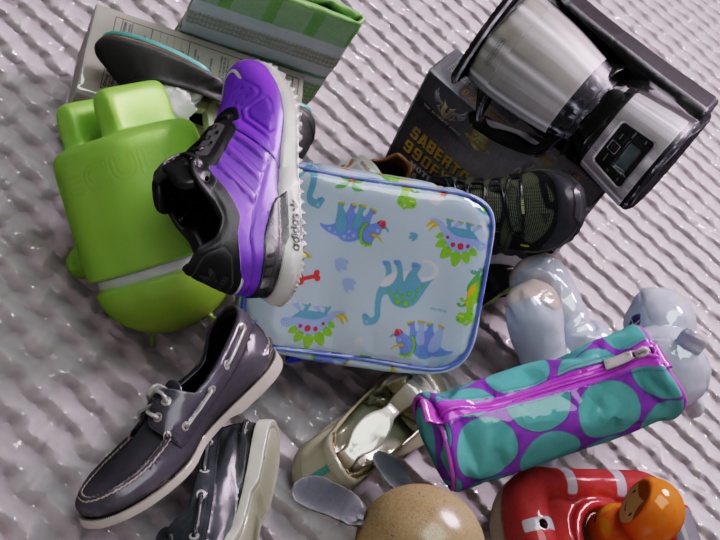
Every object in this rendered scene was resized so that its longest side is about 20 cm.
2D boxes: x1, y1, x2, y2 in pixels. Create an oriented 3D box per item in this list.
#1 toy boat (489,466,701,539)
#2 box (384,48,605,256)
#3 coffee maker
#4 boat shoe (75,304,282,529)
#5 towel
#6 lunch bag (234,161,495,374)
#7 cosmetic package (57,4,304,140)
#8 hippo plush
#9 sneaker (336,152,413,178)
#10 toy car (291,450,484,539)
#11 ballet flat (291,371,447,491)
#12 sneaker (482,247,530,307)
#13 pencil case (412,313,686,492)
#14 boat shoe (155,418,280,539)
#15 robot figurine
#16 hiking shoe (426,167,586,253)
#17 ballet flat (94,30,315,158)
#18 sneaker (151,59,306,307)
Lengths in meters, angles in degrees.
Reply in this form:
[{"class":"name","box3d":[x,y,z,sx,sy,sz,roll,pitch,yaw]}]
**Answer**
[{"class":"toy boat","box3d":[0.206,0.207,0.929,0.200,0.131,0.131,6,53,-27]},{"class":"box","box3d":[0.128,-0.095,1.139,0.200,0.158,0.048,42,57,8]},{"class":"coffee maker","box3d":[0.211,-0.169,1.035,0.200,0.135,0.192,40,55,7]},{"class":"boat shoe","box3d":[-0.138,0.100,0.838,0.200,0.073,0.063,-44,121,-36]},{"class":"towel","box3d":[-0.098,-0.207,1.075,0.149,0.200,0.031,15,63,-19]},{"class":"lunch bag","box3d":[0.000,0.000,0.944,0.199,0.161,0.082,8,6,-9]},{"class":"cosmetic package","box3d":[-0.161,-0.149,1.055,0.200,0.087,0.104,17,58,-19]},{"class":"hippo plush","box3d":[0.218,0.064,1.012,0.160,0.160,0.200,-8,39,16]},{"class":"sneaker","box3d":[-0.031,-0.069,1.076,0.200,0.085,0.073,-26,70,-42]},{"class":"toy car","box3d":[0.039,0.215,0.818,0.164,0.158,0.200,-9,48,-48]},{"class":"ballet flat","box3d":[0.023,0.121,0.949,0.069,0.070,0.200,43,43,10]},{"class":"sneaker","box3d":[0.086,0.023,1.094,0.200,0.072,0.083,4,78,-30]},{"class":"pencil case","box3d":[0.145,0.105,0.907,0.199,0.093,0.085,-18,55,-7]},{"class":"boat shoe","box3d":[-0.109,0.187,0.811,0.066,0.075,0.200,4,51,11]},{"class":"robot figurine","box3d":[-0.166,-0.042,0.905,0.116,0.175,0.201,-25,99,-57]},{"class":"hiking shoe","box3d":[0.103,-0.048,1.018,0.101,0.200,0.076,-9,94,-40]},{"class":"ballet flat","box3d":[-0.130,-0.135,0.971,0.200,0.068,0.069,18,67,-18]},{"class":"sneaker","box3d":[-0.097,-0.074,0.823,0.099,0.070,0.201,8,57,-26]}]
